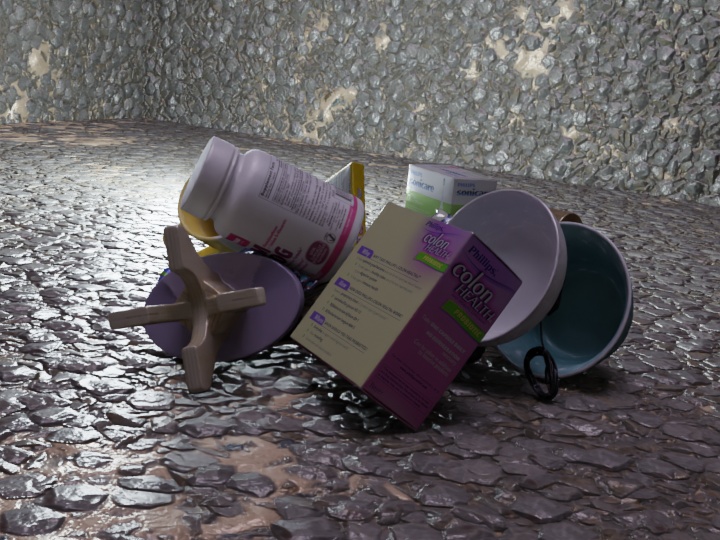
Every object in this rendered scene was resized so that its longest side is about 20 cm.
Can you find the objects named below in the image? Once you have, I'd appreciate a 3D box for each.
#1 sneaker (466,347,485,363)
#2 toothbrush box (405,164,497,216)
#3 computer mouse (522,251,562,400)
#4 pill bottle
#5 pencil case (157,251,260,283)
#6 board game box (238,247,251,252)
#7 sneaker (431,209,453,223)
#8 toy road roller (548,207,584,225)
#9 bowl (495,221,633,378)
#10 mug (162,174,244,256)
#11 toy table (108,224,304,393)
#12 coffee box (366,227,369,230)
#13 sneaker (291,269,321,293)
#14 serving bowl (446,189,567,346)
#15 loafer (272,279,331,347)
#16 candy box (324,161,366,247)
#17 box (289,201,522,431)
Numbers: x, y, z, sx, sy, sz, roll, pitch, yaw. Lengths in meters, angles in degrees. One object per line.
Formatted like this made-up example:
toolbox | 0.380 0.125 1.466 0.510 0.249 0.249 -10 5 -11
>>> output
sneaker | 0.104 0.058 1.345 0.090 0.076 0.201 11 36 -26
toothbrush box | 0.137 -0.063 1.629 0.086 0.201 0.145 -2 14 -26
computer mouse | 0.228 0.064 1.226 0.058 0.201 0.034 -16 -32 37
pill bottle | -0.106 -0.075 1.203 0.199 0.114 0.113 25 8 -15
pencil case | -0.188 0.023 1.290 0.087 0.079 0.199 3 -7 -43
board game box | -0.133 -0.038 1.484 0.135 0.035 0.200 -36 5 -26
sneaker | 0.102 -0.021 1.485 0.088 0.200 0.075 44 50 3
toy road roller | 0.224 -0.003 1.421 0.146 0.201 0.123 20 -2 -44
bowl | 0.273 0.047 1.301 0.200 0.202 0.105 16 -3 38
mug | -0.212 -0.086 1.640 0.185 0.150 0.153 1 -22 24
toy table | -0.177 0.041 1.149 0.199 0.185 0.117 -22 -6 13
coffee box | 0.000 0.000 1.497 0.079 0.114 0.200 0 13 -30
sneaker | -0.069 0.009 1.322 0.079 0.200 0.096 -35 44 0
serving bowl | 0.174 0.004 1.237 0.066 0.201 0.200 29 -6 -42
loafer | -0.068 0.063 1.242 0.199 0.072 0.063 -16 18 29
candy box | -0.026 -0.045 1.440 0.026 0.201 0.102 10 -20 -32
box | 0.046 0.044 1.113 0.097 0.200 0.176 39 -7 -32
